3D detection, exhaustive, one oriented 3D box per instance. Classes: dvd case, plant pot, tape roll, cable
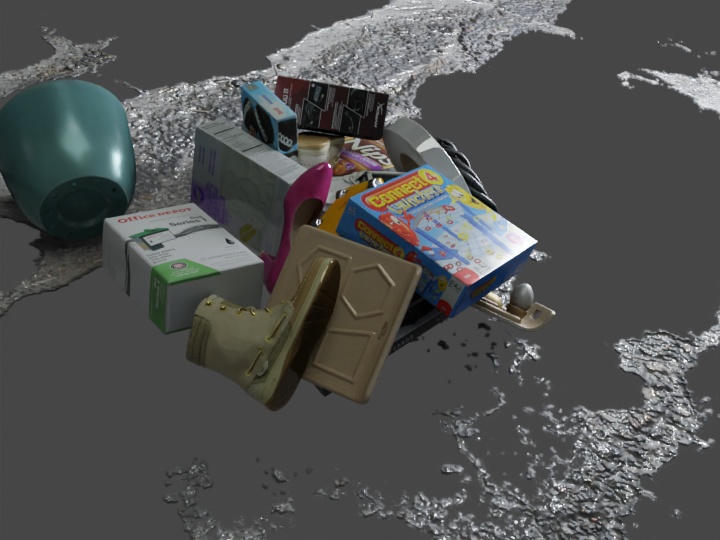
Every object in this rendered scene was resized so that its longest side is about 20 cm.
[{"bbox_3d":[-0.005,0.063,1.412,0.200,0.025,0.150,-32,49,-14],"label":"dvd case"},{"bbox_3d":[-0.412,-0.142,1.518,0.200,0.201,0.161,-7,51,-26],"label":"plant pot"},{"bbox_3d":[0.108,-0.152,1.692,0.037,0.203,0.203,-36,49,-9],"label":"tape roll"},{"bbox_3d":[0.171,-0.135,1.722,0.051,0.163,0.200,-34,49,-10],"label":"cable"}]

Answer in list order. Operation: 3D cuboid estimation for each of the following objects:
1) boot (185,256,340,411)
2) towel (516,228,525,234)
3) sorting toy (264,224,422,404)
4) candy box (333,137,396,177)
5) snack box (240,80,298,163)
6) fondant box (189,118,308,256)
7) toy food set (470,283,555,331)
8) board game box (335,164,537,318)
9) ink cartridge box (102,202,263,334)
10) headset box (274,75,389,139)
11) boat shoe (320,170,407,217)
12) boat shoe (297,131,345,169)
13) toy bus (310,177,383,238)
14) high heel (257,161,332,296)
[{"bbox_3d":[-0.123,0.053,1.326,0.155,0.200,0.073,25,4,24],"label":"boot"},{"bbox_3d":[0.132,-0.054,1.596,0.199,0.048,0.171,10,-5,-8],"label":"towel"},{"bbox_3d":[-0.032,0.054,1.348,0.200,0.186,0.036,20,-6,31],"label":"sorting toy"},{"bbox_3d":[-0.010,-0.176,1.811,0.200,0.057,0.117,-17,43,-38],"label":"candy box"},{"bbox_3d":[-0.138,-0.176,1.637,0.037,0.200,0.116,-22,44,-24],"label":"snack box"},{"bbox_3d":[-0.166,-0.120,1.596,0.200,0.145,0.058,33,40,29],"label":"fondant box"},{"bbox_3d":[0.166,0.020,1.488,0.200,0.061,0.144,26,3,-3],"label":"toy food set"},{"bbox_3d":[0.103,-0.045,1.407,0.196,0.056,0.200,37,35,18],"label":"board game box"},{"bbox_3d":[-0.244,-0.008,1.441,0.146,0.085,0.200,-14,35,-35],"label":"ink cartridge box"},{"bbox_3d":[-0.060,-0.263,1.731,0.199,0.077,0.149,10,5,-2],"label":"headset box"},{"bbox_3d":[0.004,-0.121,1.622,0.199,0.066,0.072,1,60,-15],"label":"boat shoe"},{"bbox_3d":[-0.070,-0.181,1.694,0.073,0.069,0.200,8,13,10],"label":"boat shoe"},{"bbox_3d":[-0.012,-0.059,1.483,0.065,0.078,0.200,-17,19,26],"label":"toy bus"},{"bbox_3d":[-0.077,-0.051,1.491,0.096,0.200,0.067,36,4,40],"label":"high heel"}]
